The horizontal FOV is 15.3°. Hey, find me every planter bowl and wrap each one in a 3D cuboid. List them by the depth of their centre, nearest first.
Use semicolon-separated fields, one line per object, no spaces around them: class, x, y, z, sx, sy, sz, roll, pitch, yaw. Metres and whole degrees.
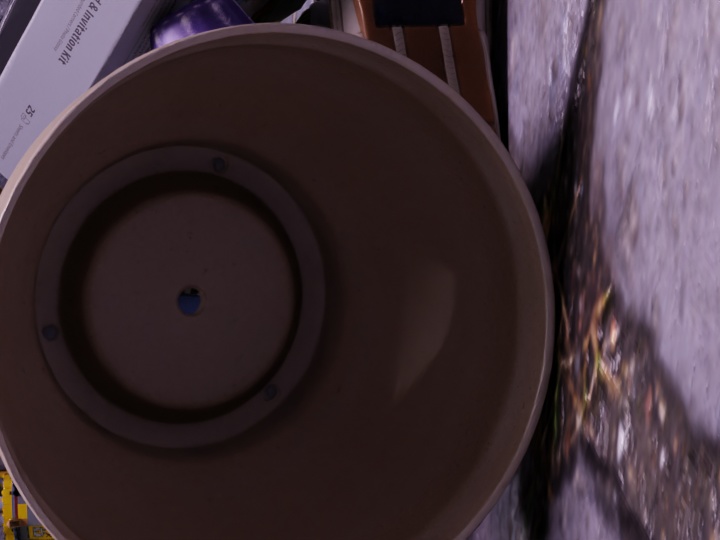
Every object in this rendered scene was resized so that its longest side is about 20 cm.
planter bowl;-0.048;0.014;0.944;0.135;0.199;0.201;-165;78;-71

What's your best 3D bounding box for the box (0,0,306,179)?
box;-0.064;-0.130;1.127;0.200;0.041;0.156;-41;-8;-44

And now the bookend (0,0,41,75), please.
bookend;-0.111;-0.166;1.294;0.199;0.092;0.200;-62;4;20

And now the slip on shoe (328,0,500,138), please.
slip on shoe;0.020;-0.110;1.074;0.061;0.076;0.201;129;137;-66

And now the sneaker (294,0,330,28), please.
sneaker;-0.034;-0.080;1.219;0.200;0.084;0.075;-128;17;-86

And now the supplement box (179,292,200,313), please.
supplement box;-0.067;0.143;1.368;0.200;0.134;0.201;108;164;-62

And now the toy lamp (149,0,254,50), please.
toy lamp;-0.023;-0.013;1.050;0.201;0.058;0.058;63;171;2

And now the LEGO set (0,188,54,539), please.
LEGO set;-0.194;0.053;1.331;0.154;0.115;0.201;-114;22;-83

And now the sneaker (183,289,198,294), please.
sneaker;-0.097;-0.053;1.404;0.200;0.115;0.076;-28;-49;-43
